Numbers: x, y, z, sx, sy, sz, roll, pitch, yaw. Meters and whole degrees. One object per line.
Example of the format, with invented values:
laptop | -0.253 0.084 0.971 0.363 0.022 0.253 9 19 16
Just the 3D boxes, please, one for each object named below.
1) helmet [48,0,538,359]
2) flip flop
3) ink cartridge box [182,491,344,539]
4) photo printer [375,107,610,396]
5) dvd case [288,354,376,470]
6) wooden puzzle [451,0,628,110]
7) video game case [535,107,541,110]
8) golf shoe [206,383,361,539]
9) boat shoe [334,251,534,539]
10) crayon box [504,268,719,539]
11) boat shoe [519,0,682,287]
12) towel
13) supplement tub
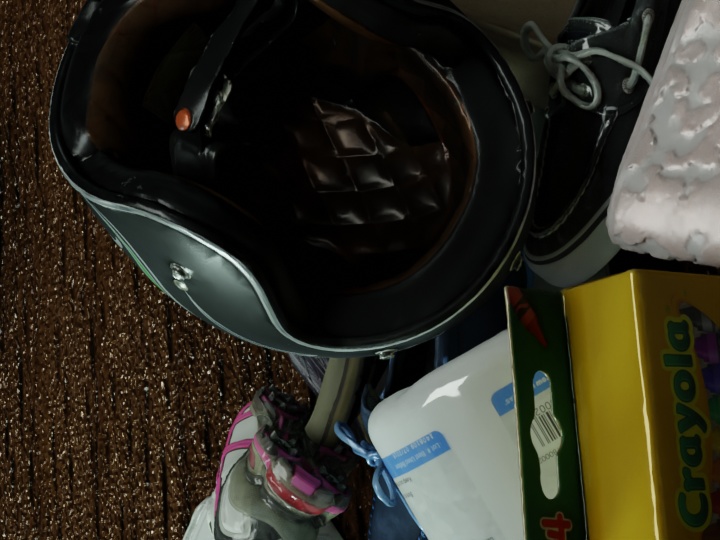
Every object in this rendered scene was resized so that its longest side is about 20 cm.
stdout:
helmet | -0.022 -0.054 0.996 0.200 0.191 0.200 -24 51 33
flip flop | 0.000 0.000 1.144 0.057 0.081 0.200 27 121 13
ink cartridge box | -0.042 0.246 1.307 0.200 0.085 0.146 49 125 43
photo printer | 0.067 0.036 1.180 0.166 0.069 0.200 -34 60 49
dvd case | -0.039 0.003 1.271 0.149 0.016 0.200 48 161 58
wooden puzzle | 0.054 -0.195 1.065 0.037 0.185 0.200 -96 25 -80
video game case | 0.065 -0.158 1.221 0.200 0.045 0.182 -29 64 51
golf shoe | -0.052 0.120 1.219 0.092 0.073 0.200 -53 1 8
boat shoe | 0.025 0.069 1.115 0.084 0.069 0.201 22 105 53
crayon box | 0.154 0.068 0.936 0.051 0.200 0.127 -19 72 52
boat shoe | 0.113 -0.093 1.018 0.074 0.068 0.200 20 83 58
towel | 0.213 -0.085 0.927 0.200 0.032 0.191 11 80 39
supplement tub | 0.104 0.120 1.008 0.132 0.132 0.200 -33 86 49
